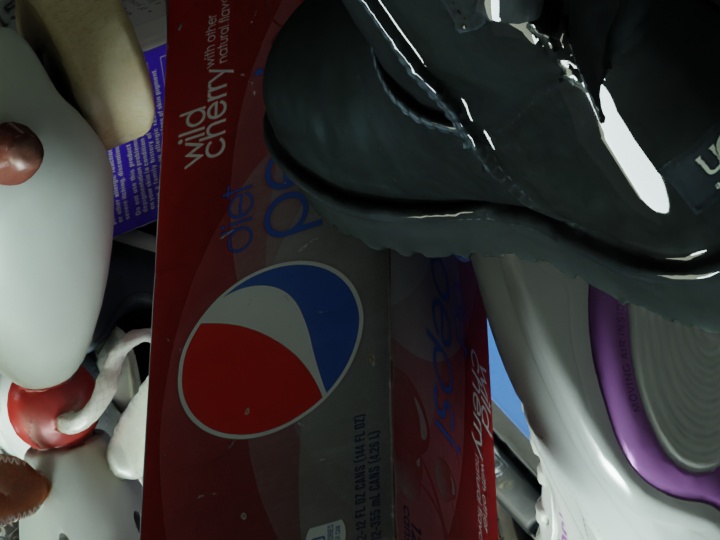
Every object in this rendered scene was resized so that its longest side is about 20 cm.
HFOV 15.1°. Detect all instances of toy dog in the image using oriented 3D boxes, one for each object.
[{"bbox_3d":[-0.080,0.014,0.723,0.200,0.132,0.096,54,175,-26],"label":"toy dog"}]

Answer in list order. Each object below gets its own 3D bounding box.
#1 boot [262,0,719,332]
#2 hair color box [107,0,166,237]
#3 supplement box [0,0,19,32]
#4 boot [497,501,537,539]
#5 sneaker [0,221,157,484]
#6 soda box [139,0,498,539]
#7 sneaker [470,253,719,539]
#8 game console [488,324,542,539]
[{"bbox_3d":[0.006,-0.073,0.551,0.163,0.073,0.198,50,165,-31],"label":"boot"},{"bbox_3d":[-0.121,-0.047,0.851,0.109,0.199,0.065,30,133,48],"label":"hair color box"},{"bbox_3d":[-0.142,-0.140,0.815,0.103,0.131,0.200,54,171,-35],"label":"supplement box"},{"bbox_3d":[0.011,0.102,0.884,0.073,0.150,0.200,43,-166,-24],"label":"boot"},{"bbox_3d":[-0.118,0.039,0.839,0.129,0.198,0.080,36,140,55],"label":"sneaker"},{"bbox_3d":[-0.009,0.010,0.677,0.063,0.070,0.201,53,-152,-44],"label":"soda box"},{"bbox_3d":[0.066,0.057,0.683,0.099,0.075,0.201,-12,112,46],"label":"sneaker"},{"bbox_3d":[0.109,0.048,0.780,0.200,0.118,0.171,48,-157,4],"label":"game console"}]
